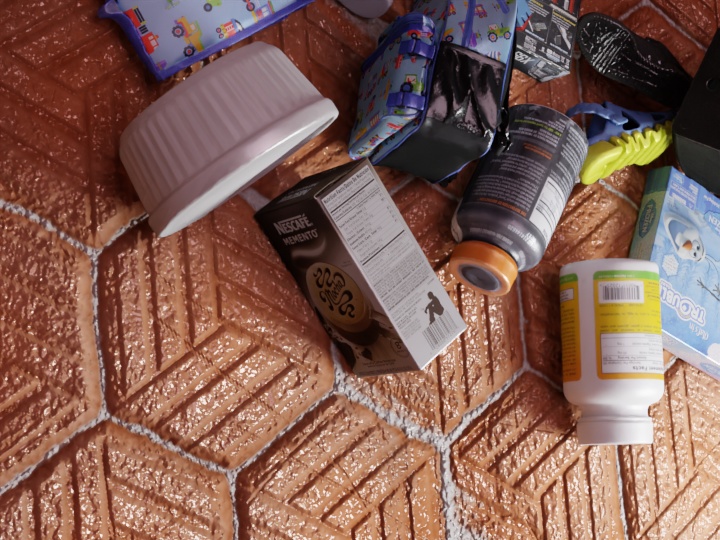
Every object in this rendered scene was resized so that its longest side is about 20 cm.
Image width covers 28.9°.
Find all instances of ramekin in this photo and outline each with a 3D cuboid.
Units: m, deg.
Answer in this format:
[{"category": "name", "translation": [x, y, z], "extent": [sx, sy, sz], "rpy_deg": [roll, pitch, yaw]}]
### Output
[{"category": "ramekin", "translation": [-0.126, -0.123, 1.256], "extent": [0.202, 0.202, 0.094], "rpy_deg": [-35, 91, -33]}]

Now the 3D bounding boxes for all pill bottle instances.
[{"category": "pill bottle", "translation": [0.163, -0.072, 1.497], "extent": [0.106, 0.106, 0.200], "rpy_deg": [39, 63, -24]}, {"category": "pill bottle", "translation": [0.279, 0.092, 1.550], "extent": [0.111, 0.111, 0.201], "rpy_deg": [5, 81, -34]}]

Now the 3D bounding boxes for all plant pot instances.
[{"category": "plant pot", "translation": [0.468, -0.177, 1.594], "extent": [0.177, 0.200, 0.200], "rpy_deg": [18, 99, -53]}]

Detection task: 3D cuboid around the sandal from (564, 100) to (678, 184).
[{"category": "sandal", "translation": [0.308, -0.167, 1.635], "extent": [0.200, 0.080, 0.087], "rpy_deg": [-16, 64, -44]}]

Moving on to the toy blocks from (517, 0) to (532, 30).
[{"category": "toy blocks", "translation": [0.185, -0.356, 1.514], "extent": [0.200, 0.100, 0.137], "rpy_deg": [-53, 124, -29]}]

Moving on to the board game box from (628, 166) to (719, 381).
[{"category": "board game box", "translation": [0.409, 0.007, 1.695], "extent": [0.200, 0.043, 0.199], "rpy_deg": [28, 68, -29]}]

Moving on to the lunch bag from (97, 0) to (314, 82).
[{"category": "lunch bag", "translation": [-0.159, -0.279, 1.319], "extent": [0.200, 0.094, 0.151], "rpy_deg": [-32, 100, -28]}]

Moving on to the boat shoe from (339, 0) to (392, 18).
[{"category": "boat shoe", "translation": [-0.032, -0.343, 1.421], "extent": [0.200, 0.070, 0.066], "rpy_deg": [37, 52, -33]}]

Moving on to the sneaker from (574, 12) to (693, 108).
[{"category": "sneaker", "translation": [0.331, -0.249, 1.661], "extent": [0.200, 0.060, 0.104], "rpy_deg": [32, 21, -13]}]

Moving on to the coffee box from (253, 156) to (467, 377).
[{"category": "coffee box", "translation": [0.000, 0.000, 1.369], "extent": [0.080, 0.113, 0.200], "rpy_deg": [-40, 105, -32]}]

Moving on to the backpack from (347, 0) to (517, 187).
[{"category": "backpack", "translation": [0.080, -0.206, 1.413], "extent": [0.134, 0.183, 0.200], "rpy_deg": [16, 76, -16]}]

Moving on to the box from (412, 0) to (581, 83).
[{"category": "box", "translation": [0.160, -0.324, 1.568], "extent": [0.200, 0.050, 0.158], "rpy_deg": [21, 71, -31]}]
